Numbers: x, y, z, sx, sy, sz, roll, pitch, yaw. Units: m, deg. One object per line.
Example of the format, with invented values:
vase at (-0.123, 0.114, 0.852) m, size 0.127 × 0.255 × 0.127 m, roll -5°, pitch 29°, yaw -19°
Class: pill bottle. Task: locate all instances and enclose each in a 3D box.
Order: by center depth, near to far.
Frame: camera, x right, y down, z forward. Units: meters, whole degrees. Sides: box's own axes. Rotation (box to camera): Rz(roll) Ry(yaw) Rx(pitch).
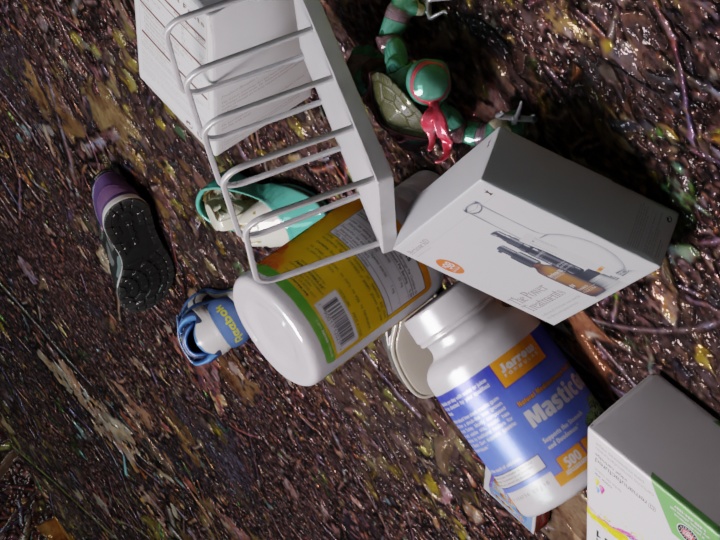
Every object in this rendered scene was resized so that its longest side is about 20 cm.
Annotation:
pill bottle at (0.000, 0.000, 1.654) m, size 0.111 × 0.200 × 0.111 m, roll 43°, pitch 155°, yaw 26°
pill bottle at (0.128, 0.101, 1.663) m, size 0.200 × 0.112 × 0.112 m, roll 54°, pitch 158°, yaw -1°

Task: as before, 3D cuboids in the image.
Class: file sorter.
file sorter at (-0.062, -0.108, 1.542) m, size 0.139 × 0.124 × 0.200 m, roll 82°, pitch 166°, yaw -68°

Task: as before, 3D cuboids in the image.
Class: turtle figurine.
turtle figurine at (0.049, -0.145, 1.496) m, size 0.150 × 0.101 × 0.200 m, roll 62°, pitch 165°, yaw -5°

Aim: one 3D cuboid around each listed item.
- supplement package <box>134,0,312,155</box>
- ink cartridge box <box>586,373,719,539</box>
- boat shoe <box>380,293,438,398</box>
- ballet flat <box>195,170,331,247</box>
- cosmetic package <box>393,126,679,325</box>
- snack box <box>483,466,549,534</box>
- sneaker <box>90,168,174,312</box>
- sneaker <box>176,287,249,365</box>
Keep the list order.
supplement package at (-0.118, -0.220, 1.681) m, size 0.117 × 0.117 × 0.200 m, roll 47°, pitch 156°, yaw 23°
ink cartridge box at (0.262, 0.203, 1.581) m, size 0.145 × 0.084 × 0.200 m, roll 39°, pitch 154°, yaw 31°
boat shoe at (0.037, 0.023, 1.804) m, size 0.057 × 0.067 × 0.200 m, roll 45°, pitch 157°, yaw 62°
ballet flat at (-0.104, -0.053, 1.952) m, size 0.200 × 0.070 × 0.067 m, roll 19°, pitch 139°, yaw 54°
cosmetic package at (0.128, -0.029, 1.472) m, size 0.151 × 0.052 × 0.200 m, roll 27°, pitch 160°, yaw -9°
snack box at (0.152, 0.174, 1.832) m, size 0.072 × 0.024 × 0.200 m, roll 41°, pitch 154°, yaw 26°
sneaker at (-0.279, -0.040, 2.340) m, size 0.088 × 0.076 × 0.200 m, roll 55°, pitch 159°, yaw 40°
sneaker at (-0.184, 0.068, 2.268) m, size 0.074 × 0.082 × 0.200 m, roll 55°, pitch 159°, yaw -6°
